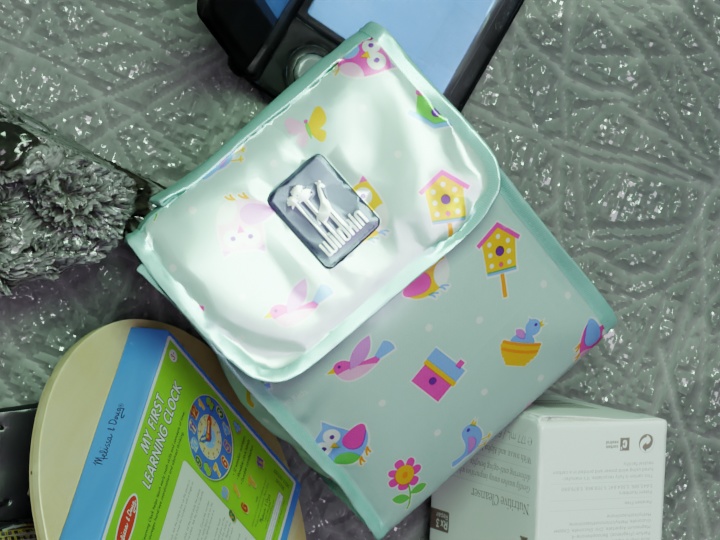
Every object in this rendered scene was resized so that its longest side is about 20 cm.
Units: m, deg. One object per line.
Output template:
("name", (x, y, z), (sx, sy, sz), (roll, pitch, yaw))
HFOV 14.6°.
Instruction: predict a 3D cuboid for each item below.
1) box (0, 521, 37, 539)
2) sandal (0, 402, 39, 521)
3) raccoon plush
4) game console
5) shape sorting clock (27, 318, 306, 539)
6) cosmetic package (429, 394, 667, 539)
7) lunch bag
("box", (-0.227, 0.224, 1.340), (0.197, 0.050, 0.201), (-5, 110, -21))
("sandal", (-0.204, 0.101, 1.361), (0.199, 0.043, 0.077), (-14, 99, -18))
("raccoon plush", (-0.159, 0.004, 1.348), (0.199, 0.097, 0.134), (27, 93, -20))
("game console", (0.022, -0.168, 1.379), (0.175, 0.116, 0.201), (32, 84, -19))
("shape sorting clock", (-0.091, 0.121, 1.354), (0.200, 0.039, 0.201), (32, 50, -49))
("cosmetic package", (0.092, 0.168, 1.432), (0.081, 0.113, 0.201), (2, 92, -27))
("lunch bag", (0.000, 0.000, 1.359), (0.170, 0.122, 0.200), (-41, 122, -5))
